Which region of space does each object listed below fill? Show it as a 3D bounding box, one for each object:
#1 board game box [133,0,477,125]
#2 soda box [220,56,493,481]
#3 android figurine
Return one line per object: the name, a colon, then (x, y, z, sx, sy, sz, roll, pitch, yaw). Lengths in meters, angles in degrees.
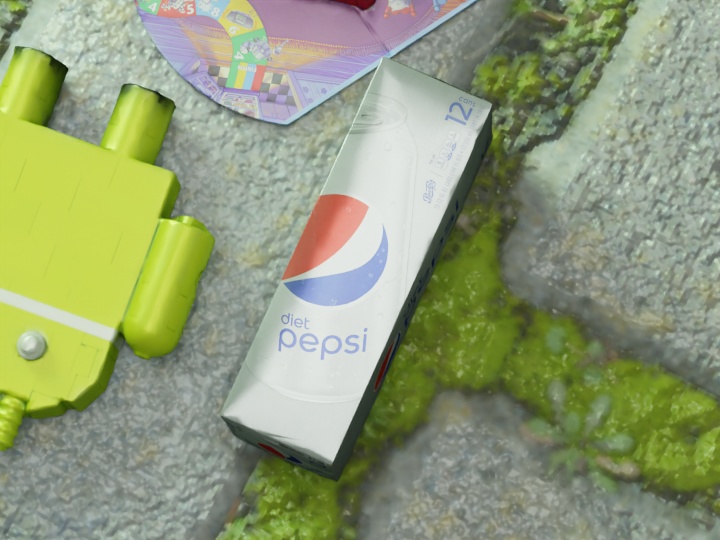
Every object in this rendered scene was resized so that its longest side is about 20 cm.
board game box: (-0.027, -0.179, 1.448, 0.199, 0.039, 0.159, -33, 79, -4)
soda box: (0.000, 0.000, 1.399, 0.063, 0.068, 0.201, 23, 81, 7)
android figurine: (-0.170, -0.009, 1.423, 0.181, 0.041, 0.201, 21, 79, 6)
